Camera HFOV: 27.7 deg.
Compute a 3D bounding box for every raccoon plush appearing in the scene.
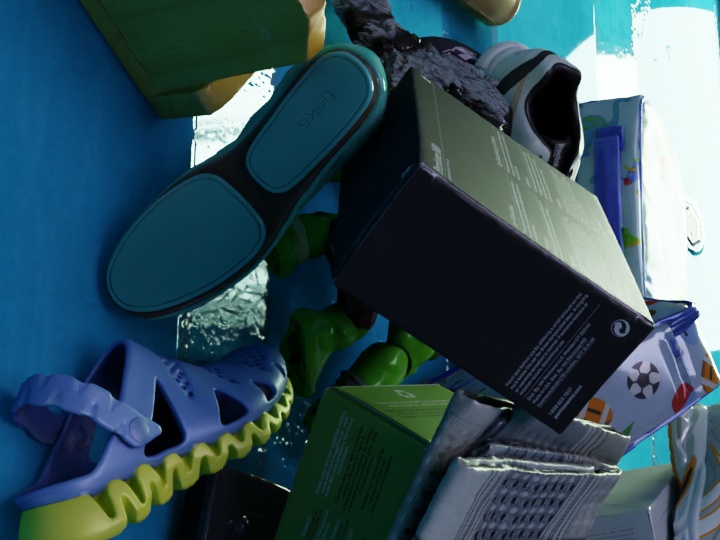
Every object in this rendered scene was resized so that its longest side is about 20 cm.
[{"bbox_3d":[0.027,-0.094,1.018,0.096,0.134,0.200,1,45,-30],"label":"raccoon plush"}]

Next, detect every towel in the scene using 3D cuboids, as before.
[{"bbox_3d":[0.067,0.163,0.773,0.192,0.034,0.201,18,97,-53],"label":"towel"}]

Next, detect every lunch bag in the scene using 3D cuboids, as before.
[{"bbox_3d":[0.214,-0.035,1.191,0.161,0.082,0.201,33,54,-63],"label":"lunch bag"},{"bbox_3d":[0.126,0.080,0.977,0.199,0.160,0.076,-23,101,-16],"label":"lunch bag"}]

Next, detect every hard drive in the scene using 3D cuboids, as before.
[{"bbox_3d":[-0.038,0.206,0.852,0.200,0.042,0.135,35,53,-41],"label":"hard drive"}]

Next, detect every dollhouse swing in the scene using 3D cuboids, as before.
[{"bbox_3d":[-0.084,-0.211,0.810,0.200,0.175,0.182,57,42,-22],"label":"dollhouse swing"}]

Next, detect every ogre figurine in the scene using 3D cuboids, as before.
[{"bbox_3d":[0.000,0.000,0.903,0.120,0.098,0.201,-17,82,-26],"label":"ogre figurine"}]

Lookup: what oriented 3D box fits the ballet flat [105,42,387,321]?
[{"bbox_3d":[-0.056,-0.045,0.813,0.067,0.200,0.070,48,12,7],"label":"ballet flat"}]

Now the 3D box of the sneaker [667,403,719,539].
[{"bbox_3d":[0.248,0.158,0.923,0.076,0.092,0.201,57,28,-41],"label":"sneaker"}]

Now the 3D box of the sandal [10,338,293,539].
[{"bbox_3d":[-0.110,0.074,0.775,0.200,0.079,0.087,-28,99,-53],"label":"sandal"}]

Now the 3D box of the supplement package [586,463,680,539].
[{"bbox_3d":[0.154,0.250,0.971,0.151,0.151,0.201,-13,90,-69],"label":"supplement package"}]

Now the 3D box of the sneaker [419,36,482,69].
[{"bbox_3d":[0.087,-0.078,1.075,0.200,0.074,0.088,50,49,-31],"label":"sneaker"}]

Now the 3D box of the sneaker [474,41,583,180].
[{"bbox_3d":[0.114,-0.058,1.017,0.073,0.080,0.201,-6,101,-30],"label":"sneaker"}]

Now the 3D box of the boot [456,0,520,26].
[{"bbox_3d":[0.055,-0.302,1.110,0.200,0.066,0.176,20,76,-47],"label":"boot"}]

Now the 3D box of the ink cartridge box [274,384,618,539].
[{"bbox_3d":[0.047,0.145,0.830,0.200,0.076,0.148,4,109,-52],"label":"ink cartridge box"}]

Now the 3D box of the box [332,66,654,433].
[{"bbox_3d":[0.063,-0.019,0.776,0.141,0.079,0.200,36,17,-11],"label":"box"}]
